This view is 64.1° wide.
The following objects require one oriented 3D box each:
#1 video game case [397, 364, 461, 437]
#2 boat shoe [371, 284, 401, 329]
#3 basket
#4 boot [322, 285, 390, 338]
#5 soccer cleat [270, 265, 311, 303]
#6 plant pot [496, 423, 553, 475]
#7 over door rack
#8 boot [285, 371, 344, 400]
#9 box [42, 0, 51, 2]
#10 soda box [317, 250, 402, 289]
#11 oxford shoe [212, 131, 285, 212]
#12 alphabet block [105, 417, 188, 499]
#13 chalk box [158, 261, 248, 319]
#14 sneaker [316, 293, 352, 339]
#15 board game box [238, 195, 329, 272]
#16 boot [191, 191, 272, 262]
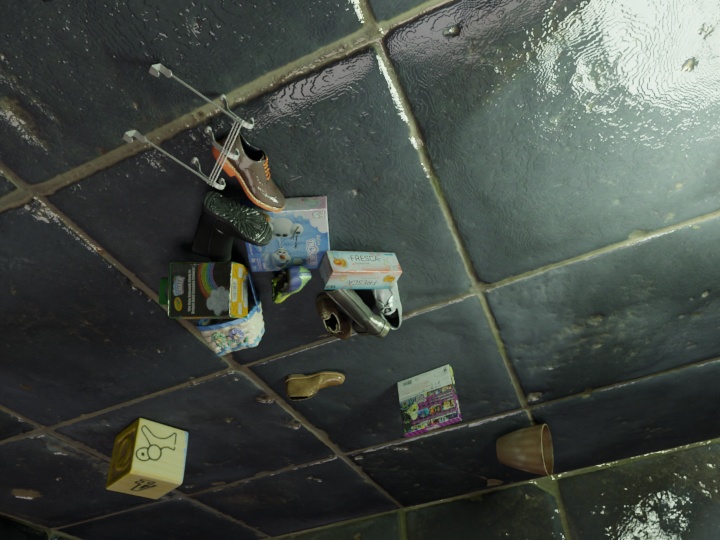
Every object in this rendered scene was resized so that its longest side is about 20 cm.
[{"bbox_3d":[0.218,0.420,1.853,0.195,0.186,0.036,-24,138,21],"label":"video game case"},{"bbox_3d":[0.075,0.086,1.523,0.068,0.073,0.203,-13,140,10],"label":"boat shoe"},{"bbox_3d":[-0.330,0.100,1.454,0.171,0.140,0.206,-15,106,11],"label":"basket"},{"bbox_3d":[-0.029,0.095,1.513,0.198,0.074,0.180,37,160,-24],"label":"boot"},{"bbox_3d":[-0.171,0.037,1.403,0.081,0.067,0.200,-6,169,-22],"label":"soccer cleat"},{"bbox_3d":[0.645,0.710,2.277,0.194,0.192,0.187,-10,144,30],"label":"plant pot"},{"bbox_3d":[-0.308,-0.263,1.049,0.196,0.067,0.150,27,115,-16],"label":"over door rack"},{"bbox_3d":[-0.143,0.372,1.838,0.192,0.077,0.075,-7,140,0],"label":"boot"},{"bbox_3d":[-0.374,-0.489,0.757,0.193,0.107,0.185,-10,140,6],"label":"box"},{"bbox_3d":[0.000,0.000,1.385,0.194,0.065,0.069,1,139,-30],"label":"soda box"},{"bbox_3d":[-0.207,-0.194,1.159,0.071,0.073,0.200,-27,135,19],"label":"oxford shoe"},{"bbox_3d":[-0.746,0.664,2.019,0.197,0.200,0.195,30,128,-35],"label":"alphabet block"},{"bbox_3d":[-0.373,0.049,1.342,0.192,0.130,0.124,0,174,8],"label":"chalk box"},{"bbox_3d":[-0.074,0.150,1.579,0.068,0.077,0.202,-16,139,12],"label":"sneaker"},{"bbox_3d":[-0.168,-0.080,1.319,0.191,0.044,0.203,-4,141,-3],"label":"board game box"},{"bbox_3d":[-0.283,-0.067,1.251,0.162,0.066,0.201,34,143,-4],"label":"boot"}]
